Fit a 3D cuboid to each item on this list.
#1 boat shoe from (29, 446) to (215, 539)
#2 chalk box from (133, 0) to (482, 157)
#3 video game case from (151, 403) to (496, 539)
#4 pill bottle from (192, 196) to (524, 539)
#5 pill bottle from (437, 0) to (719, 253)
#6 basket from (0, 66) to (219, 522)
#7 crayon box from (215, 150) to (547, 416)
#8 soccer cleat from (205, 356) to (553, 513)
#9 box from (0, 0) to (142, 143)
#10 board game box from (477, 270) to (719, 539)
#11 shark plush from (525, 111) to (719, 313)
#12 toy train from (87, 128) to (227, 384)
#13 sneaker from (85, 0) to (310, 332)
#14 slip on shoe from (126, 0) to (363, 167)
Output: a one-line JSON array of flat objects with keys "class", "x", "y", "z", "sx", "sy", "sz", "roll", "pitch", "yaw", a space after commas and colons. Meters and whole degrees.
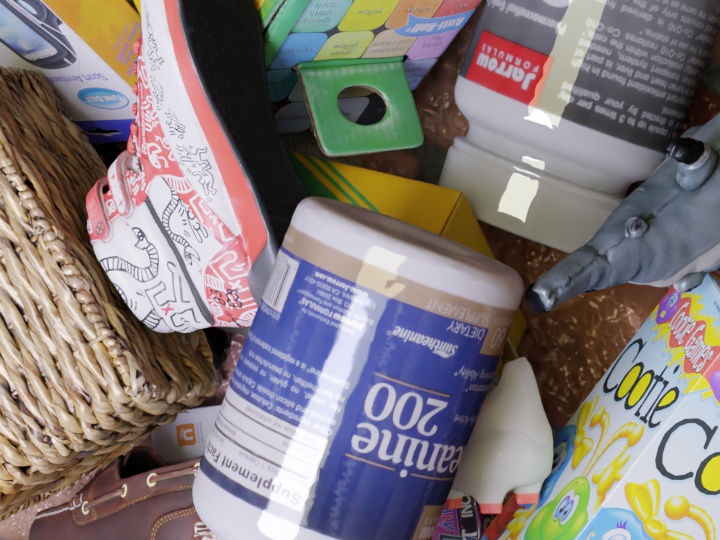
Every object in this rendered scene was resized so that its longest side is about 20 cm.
[{"class": "boat shoe", "x": -0.107, "y": 0.125, "z": 1.471, "sx": 0.200, "sy": 0.070, "sz": 0.070, "roll": -7, "pitch": 86, "yaw": 52}, {"class": "chalk box", "x": -0.027, "y": -0.147, "z": 1.428, "sx": 0.124, "sy": 0.125, "sz": 0.200, "roll": -53, "pitch": 55, "yaw": 43}, {"class": "video game case", "x": -0.013, "y": 0.161, "z": 1.507, "sx": 0.181, "sy": 0.036, "sz": 0.200, "roll": -8, "pitch": 87, "yaw": 22}, {"class": "pill bottle", "x": -0.010, "y": 0.076, "z": 1.302, "sx": 0.111, "sy": 0.111, "sz": 0.200, "roll": 23, "pitch": 96, "yaw": 19}, {"class": "pill bottle", "x": 0.114, "y": -0.113, "z": 1.421, "sx": 0.114, "sy": 0.114, "sz": 0.200, "roll": 22, "pitch": 97, "yaw": 19}, {"class": "basket", "x": -0.186, "y": 0.015, "z": 1.442, "sx": 0.149, "sy": 0.143, "sz": 0.200, "roll": -34, "pitch": 83, "yaw": 15}, {"class": "crayon box", "x": 0.000, "y": 0.000, "z": 1.441, "sx": 0.200, "sy": 0.126, "sz": 0.052, "roll": 15, "pitch": 64, "yaw": 28}, {"class": "soccer cleat", "x": 0.009, "y": 0.075, "z": 1.430, "sx": 0.200, "sy": 0.069, "sz": 0.078, "roll": 1, "pitch": 96, "yaw": 35}, {"class": "box", "x": -0.179, "y": -0.136, "z": 1.464, "sx": 0.119, "sy": 0.200, "sz": 0.042, "roll": 1, "pitch": 58, "yaw": 45}, {"class": "board game box", "x": 0.151, "y": 0.113, "z": 1.391, "sx": 0.105, "sy": 0.103, "sz": 0.200, "roll": 33, "pitch": 102, "yaw": -15}, {"class": "shark plush", "x": 0.145, "y": -0.042, "z": 1.347, "sx": 0.200, "sy": 0.083, "sz": 0.091, "roll": -22, "pitch": 56, "yaw": -24}, {"class": "toy train", "x": -0.127, "y": -0.023, "z": 1.553, "sx": 0.046, "sy": 0.034, "sz": 0.200, "roll": -29, "pitch": 79, "yaw": 21}, {"class": "sneaker", "x": -0.093, "y": -0.065, "z": 1.362, "sx": 0.108, "sy": 0.067, "sz": 0.202, "roll": -12, "pitch": 103, "yaw": 33}, {"class": "slip on shoe", "x": -0.078, "y": -0.093, "z": 1.526, "sx": 0.200, "sy": 0.074, "sz": 0.061, "roll": 40, "pitch": 137, "yaw": 10}]
